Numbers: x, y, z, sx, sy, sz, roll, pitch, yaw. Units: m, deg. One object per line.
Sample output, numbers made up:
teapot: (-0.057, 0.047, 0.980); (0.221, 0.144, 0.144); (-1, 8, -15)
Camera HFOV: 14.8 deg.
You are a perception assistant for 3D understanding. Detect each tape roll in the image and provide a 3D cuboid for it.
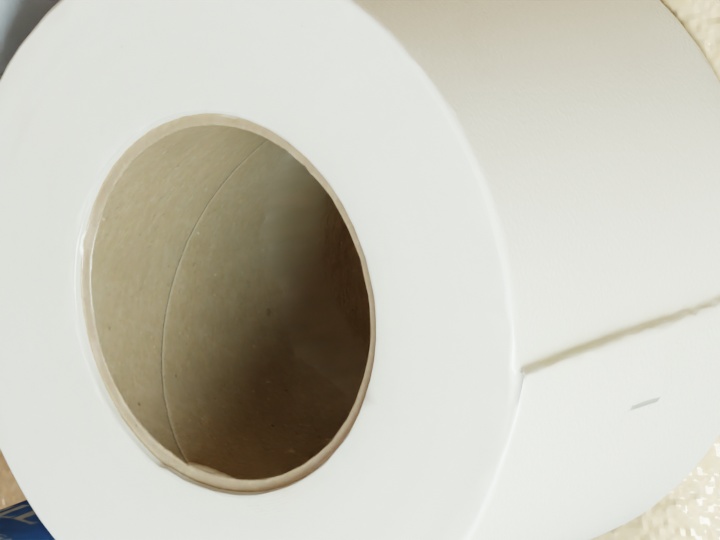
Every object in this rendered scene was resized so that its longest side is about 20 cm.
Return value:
tape roll: (0.000, 0.000, 0.819); (0.203, 0.139, 0.203); (8, 104, 35)

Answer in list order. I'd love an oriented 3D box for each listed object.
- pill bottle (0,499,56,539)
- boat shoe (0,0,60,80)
pill bottle: (-0.078, 0.121, 0.886); (0.112, 0.200, 0.112); (12, 110, 37)
boat shoe: (-0.105, -0.121, 0.837); (0.066, 0.070, 0.200); (28, 120, 40)
